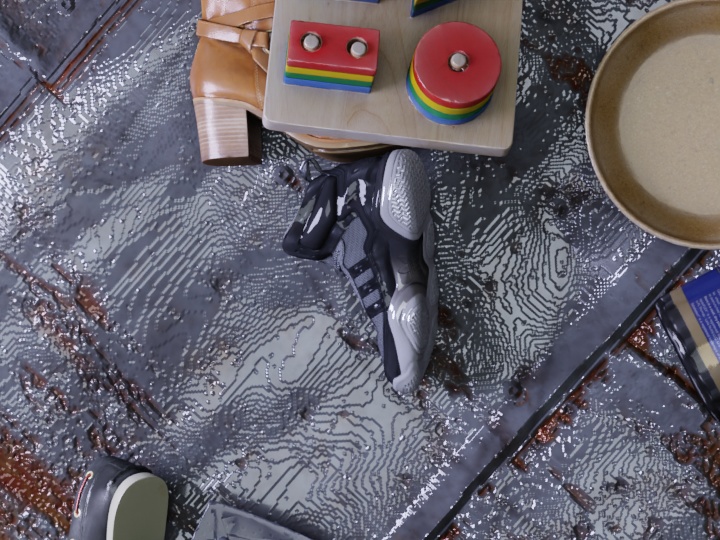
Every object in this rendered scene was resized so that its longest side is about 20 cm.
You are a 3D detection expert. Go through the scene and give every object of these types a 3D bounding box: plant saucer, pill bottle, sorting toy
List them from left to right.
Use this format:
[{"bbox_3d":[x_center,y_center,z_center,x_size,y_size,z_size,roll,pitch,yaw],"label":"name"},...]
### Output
[{"bbox_3d":[0.032,-0.205,1.532,0.198,0.070,0.201,6,73,-4],"label":"sorting toy"},{"bbox_3d":[0.280,-0.118,1.559,0.199,0.035,0.201,0,90,5],"label":"plant saucer"},{"bbox_3d":[0.340,0.027,1.513,0.199,0.112,0.112,-28,87,9],"label":"pill bottle"}]

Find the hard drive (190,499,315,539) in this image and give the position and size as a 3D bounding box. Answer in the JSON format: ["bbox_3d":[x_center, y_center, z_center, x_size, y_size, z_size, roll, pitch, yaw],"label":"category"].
[{"bbox_3d":[-0.056,0.282,1.587,0.199,0.042,0.135,25,91,5],"label":"hard drive"}]

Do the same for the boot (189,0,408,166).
[{"bbox_3d":[-0.040,-0.167,1.579,0.199,0.074,0.156,-1,84,1],"label":"boot"}]

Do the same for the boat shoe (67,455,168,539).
[{"bbox_3d":[-0.208,0.251,1.594,0.063,0.073,0.202,22,105,43],"label":"boat shoe"}]

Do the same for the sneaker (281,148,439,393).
[{"bbox_3d":[0.000,0.000,1.567,0.113,0.075,0.201,2,108,17],"label":"sneaker"}]
